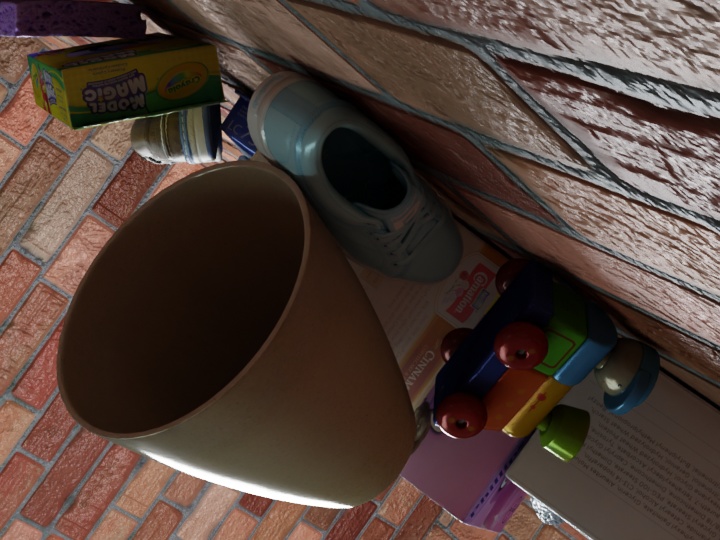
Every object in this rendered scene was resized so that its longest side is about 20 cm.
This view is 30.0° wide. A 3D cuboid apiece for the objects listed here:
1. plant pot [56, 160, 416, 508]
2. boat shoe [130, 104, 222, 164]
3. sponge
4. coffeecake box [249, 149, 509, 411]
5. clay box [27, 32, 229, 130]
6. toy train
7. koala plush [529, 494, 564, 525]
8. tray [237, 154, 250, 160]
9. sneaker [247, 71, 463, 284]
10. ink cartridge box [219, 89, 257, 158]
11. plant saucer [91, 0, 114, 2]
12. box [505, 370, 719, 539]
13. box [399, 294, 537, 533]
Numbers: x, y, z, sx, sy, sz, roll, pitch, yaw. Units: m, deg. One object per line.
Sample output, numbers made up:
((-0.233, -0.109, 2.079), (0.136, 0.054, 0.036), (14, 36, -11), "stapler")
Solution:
((-0.055, 0.066, 0.846), (0.187, 0.188, 0.200), (33, 170, 48), "plant pot")
((-0.154, -0.125, 1.124), (0.072, 0.073, 0.200), (-4, -174, -2), "boat shoe")
((-0.269, -0.199, 1.056), (0.111, 0.030, 0.199), (-9, -164, -42), "sponge")
((-0.014, 0.000, 0.975), (0.200, 0.154, 0.073), (36, 179, -6), "coffeecake box")
((-0.177, -0.145, 1.010), (0.200, 0.114, 0.048), (-153, 52, -65), "clay box")
((0.102, 0.095, 0.913), (0.115, 0.200, 0.085), (27, -146, -12), "toy train")
((0.170, 0.148, 1.444), (0.176, 0.185, 0.200), (12, 157, 11), "koala plush")
((-0.079, 0.008, 1.161), (0.022, 0.201, 0.107), (-11, 151, 31), "tray")
((0.011, -0.039, 0.828), (0.200, 0.074, 0.082), (38, -178, -41), "sneaker")
((-0.057, -0.094, 1.174), (0.119, 0.042, 0.200), (35, 176, 5), "ink cartridge box")
((-0.325, -0.290, 1.171), (0.200, 0.037, 0.199), (38, 177, -30), "plant saucer")
((0.235, 0.170, 1.034), (0.199, 0.131, 0.199), (35, 177, 17), "box")
((0.113, 0.113, 1.103), (0.096, 0.176, 0.200), (35, 177, 20), "box")
